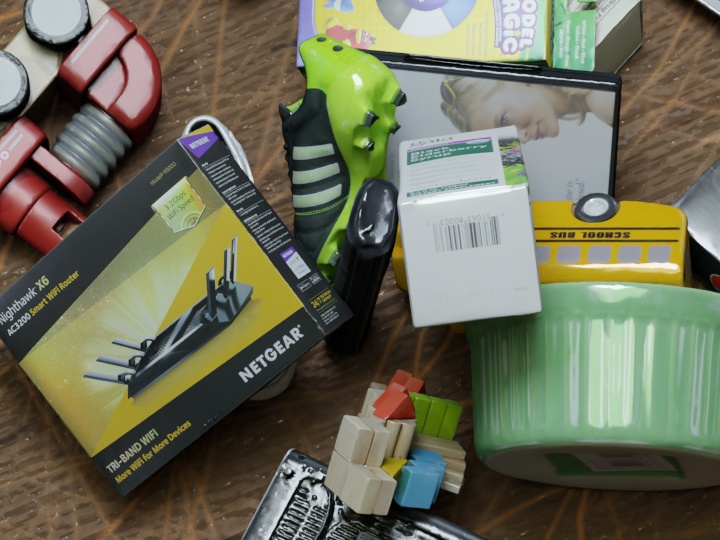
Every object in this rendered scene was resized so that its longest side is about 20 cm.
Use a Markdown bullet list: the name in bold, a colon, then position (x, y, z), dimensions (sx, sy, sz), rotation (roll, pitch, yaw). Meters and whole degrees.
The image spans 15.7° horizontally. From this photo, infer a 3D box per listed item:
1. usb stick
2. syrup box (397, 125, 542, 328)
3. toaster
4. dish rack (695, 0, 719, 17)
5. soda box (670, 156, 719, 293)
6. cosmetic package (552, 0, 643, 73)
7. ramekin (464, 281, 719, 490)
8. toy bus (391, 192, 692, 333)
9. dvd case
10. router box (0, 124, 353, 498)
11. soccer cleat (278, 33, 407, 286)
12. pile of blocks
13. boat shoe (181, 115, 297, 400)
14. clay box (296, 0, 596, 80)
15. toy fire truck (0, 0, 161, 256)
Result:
- **usb stick**: position (0.000, 0.000, 1.692), dimensions (0.032, 0.200, 0.056), rotation (10, 68, -2)
- **syrup box**: position (0.066, -0.030, 1.604), dimensions (0.078, 0.200, 0.082), rotation (-7, 104, 3)
- **toaster**: position (0.004, 0.236, 1.642), dimensions (0.199, 0.119, 0.182), rotation (23, 73, 15)
- **dish rack**: position (0.278, -0.271, 1.855), dimensions (0.171, 0.044, 0.200), rotation (37, 76, 17)
- **soda box**: position (0.294, 0.014, 1.729), dimensions (0.071, 0.063, 0.200), rotation (-43, 71, -11)
- **cosmetic package**: position (0.092, -0.197, 1.829), dimensions (0.200, 0.073, 0.104), rotation (41, 78, 19)
- **ramekin**: position (0.162, 0.078, 1.650), dimensions (0.199, 0.200, 0.098), rotation (1, 76, 7)
- **toy bus**: position (0.119, -0.002, 1.731), dimensions (0.199, 0.065, 0.079), rotation (-1, 43, 13)
- **dvd case**: position (0.073, -0.077, 1.756), dimensions (0.199, 0.143, 0.018), rotation (6, 35, 9)
- **router box**: position (-0.127, 0.028, 1.698), dimensions (0.200, 0.052, 0.158), rotation (-39, 87, 26)
- **soccer cleat**: position (-0.020, -0.072, 1.736), dimensions (0.081, 0.201, 0.067), rotation (38, 49, 25)
- **pile of blocks**: position (0.032, 0.103, 1.645), dimensions (0.082, 0.200, 0.063), rotation (18, 103, 4)
- **boat shoe**: position (-0.087, -0.012, 1.777), dimensions (0.071, 0.069, 0.201), rotation (-9, 68, 3)
- **clay box**: position (0.059, -0.187, 1.765), dimensions (0.199, 0.048, 0.116), rotation (-1, 75, 13)
- **toy fire truck**: position (-0.187, -0.080, 1.800), dimensions (0.200, 0.129, 0.176), rotation (40, 80, 2)
